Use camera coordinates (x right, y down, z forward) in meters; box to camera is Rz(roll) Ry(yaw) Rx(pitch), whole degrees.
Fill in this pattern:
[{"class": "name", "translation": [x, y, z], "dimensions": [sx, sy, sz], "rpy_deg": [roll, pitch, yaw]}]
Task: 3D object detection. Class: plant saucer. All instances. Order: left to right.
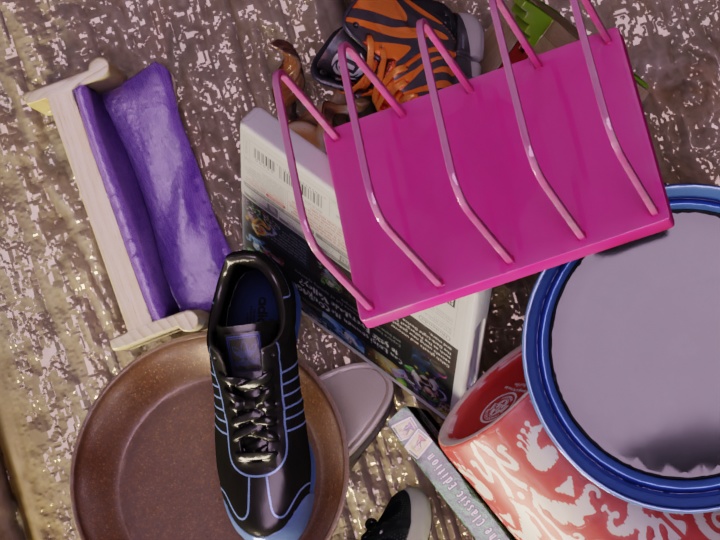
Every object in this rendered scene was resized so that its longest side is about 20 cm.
[{"class": "plant saucer", "translation": [-0.101, 0.143, 1.571], "dimensions": [0.200, 0.037, 0.201], "rpy_deg": [-4, 72, 12]}]

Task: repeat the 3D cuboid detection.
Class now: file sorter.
[{"class": "file sorter", "translation": [0.062, -0.078, 1.358], "dimensions": [0.200, 0.125, 0.139], "rpy_deg": [-19, 62, 14]}]

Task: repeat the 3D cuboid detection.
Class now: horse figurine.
[{"class": "horse figurine", "translation": [-0.008, -0.069, 1.589], "dimensions": [0.050, 0.133, 0.200], "rpy_deg": [-29, 85, -40]}]

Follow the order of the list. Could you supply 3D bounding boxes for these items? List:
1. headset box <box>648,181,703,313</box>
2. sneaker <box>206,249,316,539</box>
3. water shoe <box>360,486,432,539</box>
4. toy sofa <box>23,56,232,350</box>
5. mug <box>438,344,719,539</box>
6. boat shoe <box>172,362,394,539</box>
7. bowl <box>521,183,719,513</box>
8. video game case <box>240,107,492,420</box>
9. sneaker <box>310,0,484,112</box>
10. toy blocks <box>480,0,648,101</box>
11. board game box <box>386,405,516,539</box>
[{"class": "headset box", "translation": [0.209, 0.009, 1.516], "dimensions": [0.174, 0.200, 0.093], "rpy_deg": [36, 91, 3]}, {"class": "sneaker", "translation": [-0.072, 0.084, 1.521], "dimensions": [0.070, 0.078, 0.200], "rpy_deg": [-8, 71, 12]}, {"class": "water shoe", "translation": [-0.013, 0.220, 1.550], "dimensions": [0.079, 0.072, 0.200], "rpy_deg": [27, 56, -3]}, {"class": "toy sofa", "translation": [-0.155, -0.049, 1.601], "dimensions": [0.098, 0.083, 0.200], "rpy_deg": [-20, 87, 4]}, {"class": "mug", "translation": [0.141, 0.156, 1.505], "dimensions": [0.200, 0.133, 0.177], "rpy_deg": [47, 135, -12]}, {"class": "boat shoe", "translation": [-0.052, 0.143, 1.609], "dimensions": [0.200, 0.057, 0.067], "rpy_deg": [-44, 68, -2]}, {"class": "bowl", "translation": [0.199, 0.046, 1.396], "dimensions": [0.200, 0.039, 0.201], "rpy_deg": [0, 92, 5]}, {"class": "video game case", "translation": [0.000, 0.000, 1.525], "dimensions": [0.200, 0.182, 0.023], "rpy_deg": [36, 63, 18]}, {"class": "sneaker", "translation": [0.022, -0.105, 1.498], "dimensions": [0.112, 0.078, 0.200], "rpy_deg": [18, 45, -23]}, {"class": "toy blocks", "translation": [0.110, -0.101, 1.539], "dimensions": [0.100, 0.200, 0.137], "rpy_deg": [30, 102, -26]}, {"class": "board game box", "translation": [0.092, 0.178, 1.556], "dimensions": [0.023, 0.105, 0.200], "rpy_deg": [-38, 79, 2]}]
